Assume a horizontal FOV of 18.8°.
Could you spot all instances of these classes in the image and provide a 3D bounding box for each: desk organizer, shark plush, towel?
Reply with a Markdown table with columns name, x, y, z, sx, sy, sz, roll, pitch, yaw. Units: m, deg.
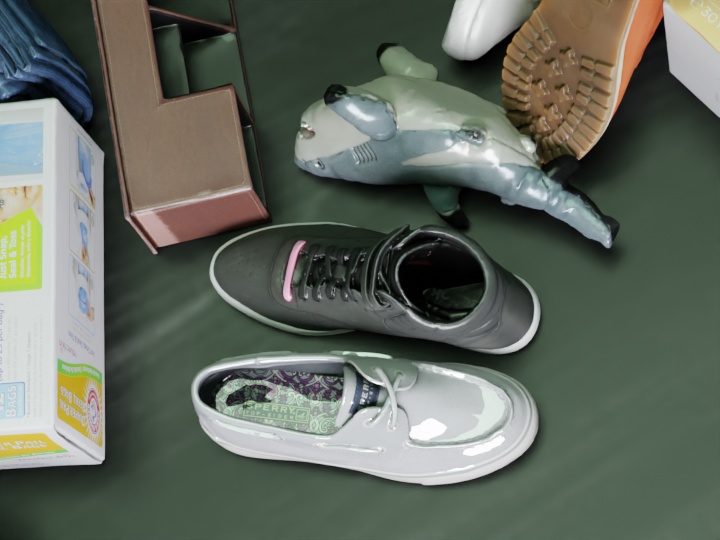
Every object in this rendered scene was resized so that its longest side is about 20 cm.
| name | x | y | z | sx | sy | sz | roll | pitch | yaw |
| --- | --- | --- | --- | --- | --- | --- | --- | --- | --- |
| desk organizer | -0.113 | -0.121 | 1.324 | 0.077 | 0.072 | 0.200 | -13 | 72 | 5 |
| shark plush | 0.059 | -0.065 | 1.286 | 0.200 | 0.091 | 0.083 | 17 | 120 | 4 |
| towel | -0.240 | -0.173 | 1.341 | 0.049 | 0.112 | 0.200 | -42 | 71 | 4 |

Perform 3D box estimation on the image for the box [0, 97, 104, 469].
| name | x | y | z | sx | sy | sz | roll | pitch | yaw |
| --- | --- | --- | --- | --- | --- | --- | --- | --- | --- |
| box | -0.217 | 0.012 | 1.288 | 0.112 | 0.101 | 0.201 | -6 | 73 | 9 |

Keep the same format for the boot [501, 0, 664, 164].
| name | x | y | z | sx | sy | sz | roll | pitch | yaw |
| --- | --- | --- | --- | --- | --- | --- | --- | --- | --- |
| boot | 0.149 | -0.150 | 1.254 | 0.075 | 0.200 | 0.107 | 38 | 42 | 23 |

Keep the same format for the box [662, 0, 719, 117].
| name | x | y | z | sx | sy | sz | roll | pitch | yaw |
| --- | --- | --- | --- | --- | --- | --- | --- | --- | --- |
| box | 0.295 | -0.151 | 1.236 | 0.200 | 0.106 | 0.152 | -44 | 71 | -3 |

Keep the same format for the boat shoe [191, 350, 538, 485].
| name | x | y | z | sx | sy | sz | roll | pitch | yaw |
| --- | --- | --- | --- | --- | --- | --- | --- | --- | --- |
| boat shoe | 0.000 | 0.076 | 1.245 | 0.199 | 0.069 | 0.072 | 8 | 76 | 13 |

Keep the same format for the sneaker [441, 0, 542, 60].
| name | x | y | z | sx | sy | sz | roll | pitch | yaw |
| --- | --- | --- | --- | --- | --- | --- | --- | --- | --- |
| sneaker | 0.133 | -0.192 | 1.302 | 0.088 | 0.075 | 0.200 | 39 | 83 | 5 |

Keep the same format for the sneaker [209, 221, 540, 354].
| name | x | y | z | sx | sy | sz | roll | pitch | yaw |
| --- | --- | --- | --- | --- | --- | --- | --- | --- | --- |
| sneaker | 0.000 | 0.000 | 1.252 | 0.200 | 0.099 | 0.071 | 10 | 78 | 15 |
